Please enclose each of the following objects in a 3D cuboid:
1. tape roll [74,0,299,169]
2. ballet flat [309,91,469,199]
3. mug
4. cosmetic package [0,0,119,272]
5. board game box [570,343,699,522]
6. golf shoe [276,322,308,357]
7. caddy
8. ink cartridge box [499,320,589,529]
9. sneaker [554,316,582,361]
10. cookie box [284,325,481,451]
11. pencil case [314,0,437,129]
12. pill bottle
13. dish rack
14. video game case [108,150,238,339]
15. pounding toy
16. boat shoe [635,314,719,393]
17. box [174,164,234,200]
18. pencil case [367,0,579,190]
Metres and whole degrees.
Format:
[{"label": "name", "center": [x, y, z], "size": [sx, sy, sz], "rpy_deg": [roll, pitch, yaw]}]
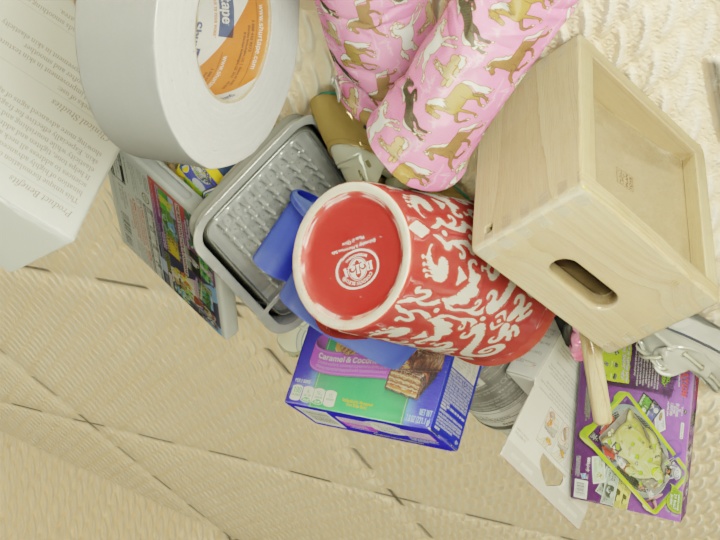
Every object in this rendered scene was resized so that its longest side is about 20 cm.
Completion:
[{"label": "tape roll", "center": [-0.116, -0.175, 0.890], "size": [0.066, 0.201, 0.201], "rpy_deg": [11, 154, 24]}, {"label": "ballet flat", "center": [0.027, -0.084, 1.136], "size": [0.200, 0.063, 0.068], "rpy_deg": [35, 155, -28]}, {"label": "mug", "center": [0.038, 0.017, 0.970], "size": [0.200, 0.178, 0.134], "rpy_deg": [11, -146, -54]}, {"label": "cosmetic package", "center": [-0.320, -0.135, 1.151], "size": [0.167, 0.201, 0.166], "rpy_deg": [34, 154, -25]}, {"label": "board game box", "center": [0.283, 0.150, 1.292], "size": [0.119, 0.201, 0.032], "rpy_deg": [11, -164, 30]}, {"label": "golf shoe", "center": [-0.051, 0.041, 1.487], "size": [0.097, 0.078, 0.200], "rpy_deg": [48, 143, -16]}, {"label": "caddy", "center": [0.000, 0.000, 1.150], "size": [0.200, 0.105, 0.141], "rpy_deg": [31, -166, -41]}, {"label": "ink cartridge box", "center": [0.215, 0.155, 1.342], "size": [0.045, 0.177, 0.200], "rpy_deg": [15, 158, 43]}, {"label": "sneaker", "center": [0.202, 0.015, 1.203], "size": [0.096, 0.079, 0.200], "rpy_deg": [53, 178, 33]}, {"label": "cookie box", "center": [0.037, 0.063, 1.262], "size": [0.170, 0.201, 0.075], "rpy_deg": [7, 159, 30]}, {"label": "pencil case", "center": [0.009, -0.184, 0.916], "size": [0.083, 0.086, 0.200], "rpy_deg": [46, 168, 28]}, {"label": "pill bottle", "center": [0.149, 0.106, 1.378], "size": [0.113, 0.114, 0.200], "rpy_deg": [0, 149, 40]}, {"label": "dish rack", "center": [-0.070, -0.048, 1.198], "size": [0.044, 0.172, 0.200], "rpy_deg": [39, 172, 39]}, {"label": "video game case", "center": [-0.196, -0.040, 1.304], "size": [0.182, 0.023, 0.200], "rpy_deg": [41, 153, 23]}, {"label": "pounding toy", "center": [0.173, -0.024, 0.941], "size": [0.200, 0.185, 0.142], "rpy_deg": [35, 133, -29]}, {"label": "boat shoe", "center": [0.291, 0.066, 1.174], "size": [0.199, 0.066, 0.072], "rpy_deg": [23, -168, -43]}, {"label": "box", "center": [-0.149, -0.078, 1.272], "size": [0.070, 0.064, 0.200], "rpy_deg": [49, 156, 4]}, {"label": "pencil case", "center": [0.077, -0.145, 0.848], "size": [0.082, 0.087, 0.200], "rpy_deg": [-1, 144, -30]}]
